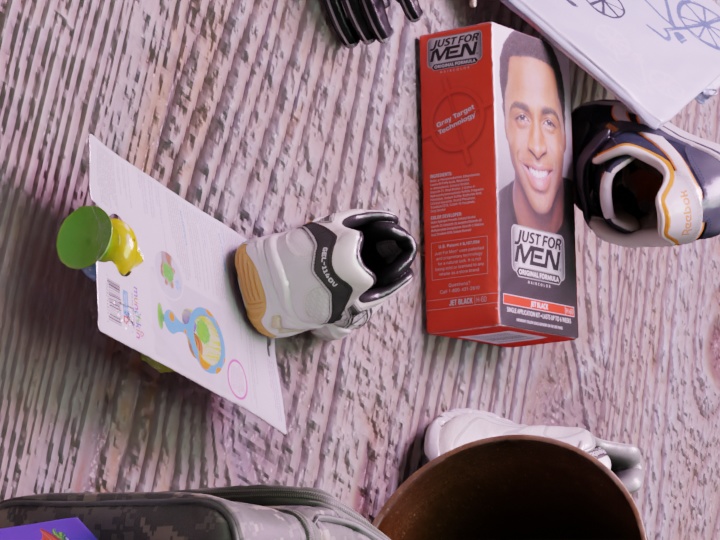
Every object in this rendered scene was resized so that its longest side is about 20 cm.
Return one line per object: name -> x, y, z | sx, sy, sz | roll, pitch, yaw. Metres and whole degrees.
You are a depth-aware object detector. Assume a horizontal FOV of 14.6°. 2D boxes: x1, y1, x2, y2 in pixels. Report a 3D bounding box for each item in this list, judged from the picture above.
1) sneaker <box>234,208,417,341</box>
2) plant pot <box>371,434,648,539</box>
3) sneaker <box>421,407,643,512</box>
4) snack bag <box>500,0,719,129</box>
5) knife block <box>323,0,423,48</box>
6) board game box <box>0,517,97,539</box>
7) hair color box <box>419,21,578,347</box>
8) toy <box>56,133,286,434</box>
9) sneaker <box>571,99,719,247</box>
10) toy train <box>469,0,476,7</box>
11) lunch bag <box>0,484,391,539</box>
sneaker -> 0.000, 0.000, 1.673 | 0.200, 0.087, 0.076 | -24, 97, -71
plant pot -> 0.116, 0.229, 1.766 | 0.200, 0.186, 0.187 | 54, 42, -55
sneaker -> 0.112, 0.127, 1.843 | 0.200, 0.081, 0.075 | 5, 81, -53
snack bag -> 0.173, -0.180, 1.943 | 0.188, 0.021, 0.200 | 41, 35, 6
knife block -> -0.018, -0.246, 1.757 | 0.200, 0.176, 0.064 | 35, 37, 12
board game box -> -0.216, 0.190, 1.324 | 0.200, 0.045, 0.135 | -4, 132, -55
hair color box -> 0.092, -0.055, 1.863 | 0.101, 0.061, 0.201 | 10, 75, -54
toy -> -0.109, 0.015, 1.568 | 0.200, 0.047, 0.116 | 39, 40, -58
sneaker -> 0.175, -0.066, 1.896 | 0.079, 0.200, 0.079 | -16, 109, -28
toy train -> 0.077, -0.270, 1.877 | 0.116, 0.084, 0.201 | -2, 85, -68
lunch bag -> -0.082, 0.182, 1.458 | 0.168, 0.200, 0.140 | 10, 78, -50
